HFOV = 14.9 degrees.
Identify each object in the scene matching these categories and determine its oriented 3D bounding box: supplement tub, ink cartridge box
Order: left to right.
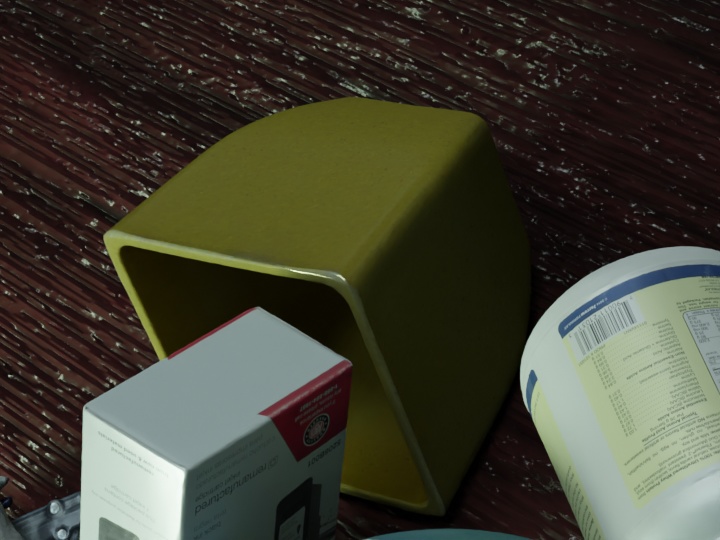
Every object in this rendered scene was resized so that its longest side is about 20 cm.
[{"bbox_3d":[-0.085,0.145,1.568,0.083,0.201,0.145,27,40,30],"label":"ink cartridge box"},{"bbox_3d":[0.177,0.104,1.419,0.144,0.145,0.201,-26,52,6],"label":"supplement tub"}]

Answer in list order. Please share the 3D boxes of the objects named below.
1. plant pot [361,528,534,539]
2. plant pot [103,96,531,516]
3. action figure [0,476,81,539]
[{"bbox_3d":[0.085,0.223,1.456,0.134,0.201,0.200,-14,36,-24],"label":"plant pot"},{"bbox_3d":[0.000,0.000,1.705,0.195,0.195,0.200,11,48,37],"label":"plant pot"},{"bbox_3d":[-0.224,0.185,1.721,0.199,0.105,0.194,-30,51,5],"label":"action figure"}]
